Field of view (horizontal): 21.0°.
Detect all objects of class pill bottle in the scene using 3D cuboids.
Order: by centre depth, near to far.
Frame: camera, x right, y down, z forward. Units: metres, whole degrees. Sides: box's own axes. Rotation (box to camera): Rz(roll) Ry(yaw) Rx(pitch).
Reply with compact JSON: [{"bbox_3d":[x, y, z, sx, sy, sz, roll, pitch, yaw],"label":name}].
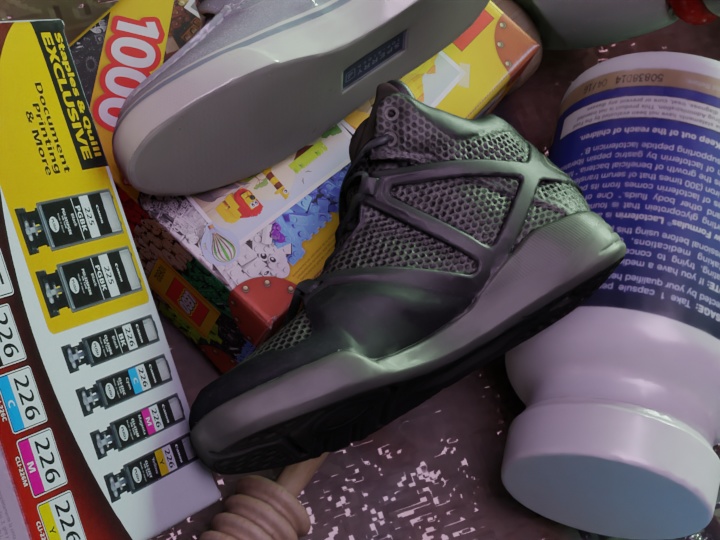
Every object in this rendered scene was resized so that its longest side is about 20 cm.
[{"bbox_3d":[0.129,0.012,0.879,0.115,0.116,0.201,20,63,-9],"label":"pill bottle"}]

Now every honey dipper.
[{"bbox_3d":[-0.009,0.061,0.859,0.038,0.038,0.200,36,60,-1],"label":"honey dipper"}]

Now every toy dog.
[{"bbox_3d":[0.118,-0.154,0.907,0.097,0.199,0.132,58,34,-24],"label":"toy dog"}]

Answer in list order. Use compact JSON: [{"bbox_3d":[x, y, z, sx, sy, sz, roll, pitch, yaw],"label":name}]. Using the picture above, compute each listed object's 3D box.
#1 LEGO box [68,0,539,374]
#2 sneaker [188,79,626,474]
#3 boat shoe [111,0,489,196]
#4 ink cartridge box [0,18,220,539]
[{"bbox_3d":[-0.041,-0.075,0.880,0.149,0.077,0.200,42,62,2],"label":"LEGO box"},{"bbox_3d":[0.000,0.000,0.783,0.199,0.076,0.115,-31,74,-19],"label":"sneaker"},{"bbox_3d":[-0.032,-0.101,0.819,0.200,0.070,0.072,-33,64,-26],"label":"boat shoe"},{"bbox_3d":[-0.135,0.012,0.736,0.175,0.083,0.202,-22,94,-67],"label":"ink cartridge box"}]
